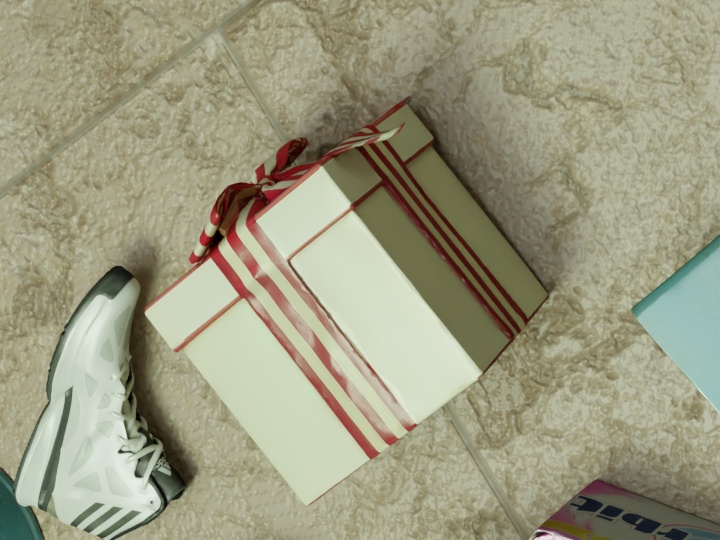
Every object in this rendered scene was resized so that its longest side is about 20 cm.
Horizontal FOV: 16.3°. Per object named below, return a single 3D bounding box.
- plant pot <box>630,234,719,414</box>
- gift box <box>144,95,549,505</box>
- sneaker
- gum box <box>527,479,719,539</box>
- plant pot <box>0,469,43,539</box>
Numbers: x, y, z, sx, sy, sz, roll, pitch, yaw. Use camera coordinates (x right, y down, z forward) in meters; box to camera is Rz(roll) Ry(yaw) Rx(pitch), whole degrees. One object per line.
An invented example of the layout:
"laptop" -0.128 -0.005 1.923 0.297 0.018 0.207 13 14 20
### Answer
"plant pot" 0.290 0.004 1.475 0.200 0.141 0.142 -44 81 17
"gift box" 0.000 0.000 1.587 0.200 0.185 0.187 -40 92 22
"sneaker" -0.160 0.100 1.742 0.115 0.076 0.202 25 117 9
"gum box" 0.201 0.203 1.563 0.199 0.113 0.067 19 107 20
"plant pot" -0.353 0.234 1.781 0.198 0.188 0.202 4 101 24
